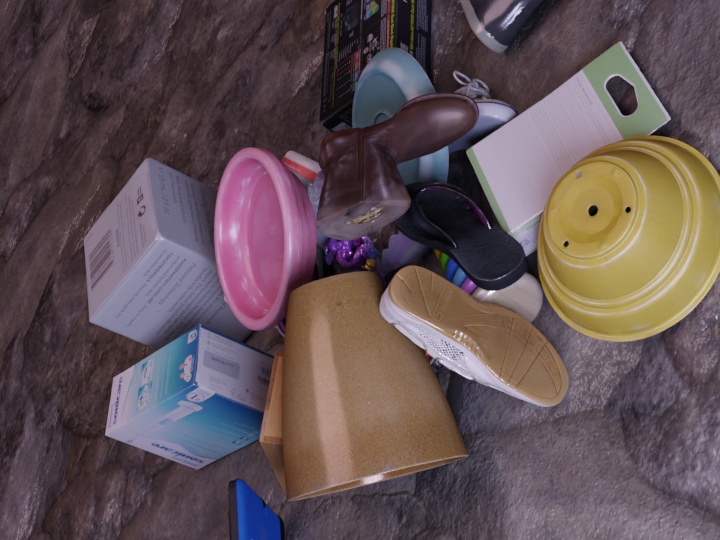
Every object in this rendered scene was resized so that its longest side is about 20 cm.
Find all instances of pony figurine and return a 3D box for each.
[{"bbox_3d":[0.000,0.000,1.570,0.194,0.165,0.201,116,163,-44],"label":"pony figurine"}]

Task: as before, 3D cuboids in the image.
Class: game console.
[{"bbox_3d":[-0.143,0.364,1.564,0.117,0.171,0.202,-19,49,13],"label":"game console"}]

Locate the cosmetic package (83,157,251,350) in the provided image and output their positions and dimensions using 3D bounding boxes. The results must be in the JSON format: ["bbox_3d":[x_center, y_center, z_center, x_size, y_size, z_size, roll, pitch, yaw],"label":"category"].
[{"bbox_3d":[-0.234,-0.006,1.848,0.166,0.199,0.168,-47,37,25],"label":"cosmetic package"}]

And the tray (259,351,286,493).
[{"bbox_3d":[-0.074,0.171,1.540,0.200,0.037,0.100,81,-164,-66],"label":"tray"}]

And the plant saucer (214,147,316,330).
[{"bbox_3d":[-0.104,-0.036,1.576,0.200,0.050,0.203,8,99,60],"label":"plant saucer"}]

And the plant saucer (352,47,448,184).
[{"bbox_3d":[0.038,-0.153,1.622,0.200,0.027,0.202,37,133,52],"label":"plant saucer"}]

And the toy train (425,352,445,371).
[{"bbox_3d":[0.059,0.104,1.506,0.201,0.046,0.034,-55,34,15],"label":"toy train"}]

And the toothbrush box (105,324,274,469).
[{"bbox_3d":[-0.200,0.161,1.742,0.199,0.146,0.086,-32,44,41],"label":"toothbrush box"}]

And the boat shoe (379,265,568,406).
[{"bbox_3d":[0.107,0.069,1.358,0.071,0.199,0.069,-57,3,-31],"label":"boat shoe"}]

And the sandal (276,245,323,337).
[{"bbox_3d":[-0.082,-0.018,1.650,0.082,0.050,0.205,-15,86,7],"label":"sandal"}]

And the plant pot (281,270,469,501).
[{"bbox_3d":[-0.003,0.110,1.405,0.186,0.185,0.202,-24,74,45],"label":"plant pot"}]

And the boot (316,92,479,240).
[{"bbox_3d":[0.042,-0.105,1.433,0.184,0.065,0.200,-20,24,7],"label":"boot"}]

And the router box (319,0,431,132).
[{"bbox_3d":[0.020,-0.286,1.800,0.149,0.062,0.202,-31,46,42],"label":"router box"}]

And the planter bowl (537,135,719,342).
[{"bbox_3d":[0.229,-0.043,1.288,0.199,0.083,0.203,-16,63,34],"label":"planter bowl"}]

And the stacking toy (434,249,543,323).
[{"bbox_3d":[0.109,-0.021,1.460,0.086,0.085,0.201,-51,44,20],"label":"stacking toy"}]

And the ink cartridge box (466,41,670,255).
[{"bbox_3d":[0.215,-0.124,1.439,0.199,0.048,0.146,-34,42,14],"label":"ink cartridge box"}]

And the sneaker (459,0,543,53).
[{"bbox_3d":[0.162,-0.352,1.648,0.106,0.074,0.201,-41,49,24],"label":"sneaker"}]

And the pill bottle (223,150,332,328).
[{"bbox_3d":[-0.082,-0.034,1.733,0.114,0.113,0.202,28,93,57],"label":"pill bottle"}]

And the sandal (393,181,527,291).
[{"bbox_3d":[0.095,-0.051,1.411,0.075,0.048,0.200,-37,42,-14],"label":"sandal"}]

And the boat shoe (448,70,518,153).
[{"bbox_3d":[0.119,-0.183,1.597,0.201,0.074,0.087,-10,56,62],"label":"boat shoe"}]
